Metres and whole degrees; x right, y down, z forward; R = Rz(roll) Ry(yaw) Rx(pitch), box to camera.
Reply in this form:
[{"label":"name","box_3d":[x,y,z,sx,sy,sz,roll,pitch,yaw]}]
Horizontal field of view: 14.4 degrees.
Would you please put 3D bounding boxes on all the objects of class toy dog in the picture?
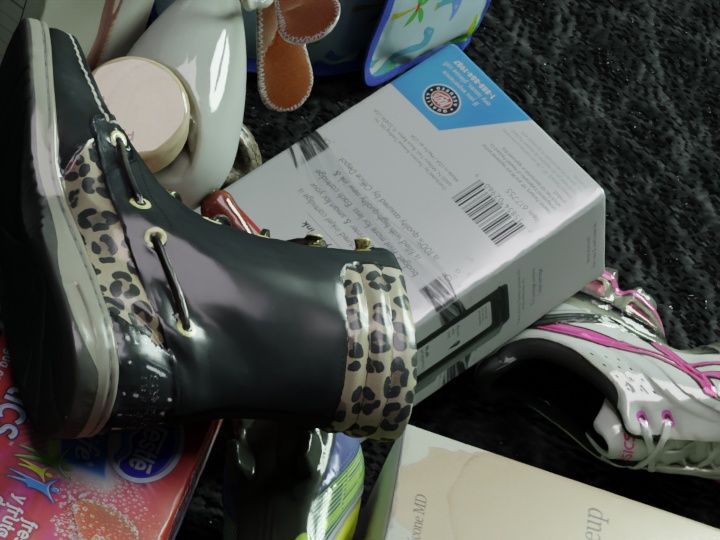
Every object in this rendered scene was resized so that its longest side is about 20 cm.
[{"label":"toy dog","box_3d":[-0.049,-0.087,1.257,0.096,0.200,0.132,35,0,3]}]

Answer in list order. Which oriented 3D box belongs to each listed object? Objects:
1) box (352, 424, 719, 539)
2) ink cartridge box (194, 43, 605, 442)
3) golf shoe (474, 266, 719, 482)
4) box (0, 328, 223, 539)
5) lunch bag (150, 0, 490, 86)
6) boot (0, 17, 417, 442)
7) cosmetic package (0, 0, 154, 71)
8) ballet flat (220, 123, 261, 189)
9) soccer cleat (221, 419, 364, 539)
[{"label":"box","box_3d":[0.093,0.149,1.191,0.199,0.078,0.095,18,39,-6]},{"label":"ink cartridge box","box_3d":[0.000,0.000,1.296,0.199,0.068,0.116,-33,60,-18]},{"label":"golf shoe","box_3d":[0.147,0.071,1.322,0.199,0.073,0.092,24,45,17]},{"label":"box","box_3d":[-0.119,0.091,1.136,0.095,0.100,0.200,22,38,0]},{"label":"lunch bag","box_3d":[-0.003,-0.191,1.468,0.199,0.171,0.128,3,42,-26]},{"label":"boot","box_3d":[-0.068,-0.011,1.145,0.153,0.074,0.204,6,45,-24]},{"label":"cosmetic package","box_3d":[-0.159,-0.112,1.272,0.103,0.201,0.087,40,40,20]},{"label":"ballet flat","box_3d":[-0.132,-0.102,1.380,0.200,0.046,0.067,35,46,3]},{"label":"soccer cleat","box_3d":[-0.032,0.138,1.155,0.064,0.084,0.201,-5,51,20]}]
